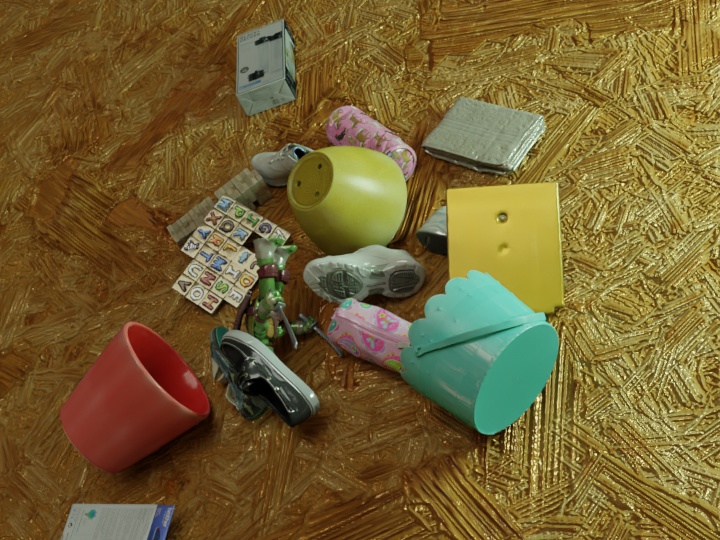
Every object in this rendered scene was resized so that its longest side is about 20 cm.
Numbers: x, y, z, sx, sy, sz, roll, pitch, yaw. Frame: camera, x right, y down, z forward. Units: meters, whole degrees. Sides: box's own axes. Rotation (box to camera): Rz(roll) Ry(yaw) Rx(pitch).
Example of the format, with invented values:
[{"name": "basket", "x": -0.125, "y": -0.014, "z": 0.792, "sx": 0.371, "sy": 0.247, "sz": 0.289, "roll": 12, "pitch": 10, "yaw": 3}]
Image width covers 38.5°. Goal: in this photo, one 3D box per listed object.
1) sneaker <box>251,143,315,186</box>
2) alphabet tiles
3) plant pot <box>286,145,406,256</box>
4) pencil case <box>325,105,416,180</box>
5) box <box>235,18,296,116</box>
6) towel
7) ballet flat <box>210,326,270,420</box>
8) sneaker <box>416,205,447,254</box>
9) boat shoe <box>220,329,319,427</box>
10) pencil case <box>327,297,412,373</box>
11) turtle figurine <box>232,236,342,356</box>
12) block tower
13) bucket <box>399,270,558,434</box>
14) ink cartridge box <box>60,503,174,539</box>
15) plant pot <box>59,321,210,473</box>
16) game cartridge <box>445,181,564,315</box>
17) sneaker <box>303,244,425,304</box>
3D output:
[{"name": "sneaker", "x": -0.126, "y": -0.204, "z": 1.920, "sx": 0.198, "sy": 0.087, "sz": 0.075, "roll": 8, "pitch": 59, "yaw": 33}, {"name": "alphabet tiles", "x": -0.244, "y": -0.025, "z": 1.851, "sx": 0.166, "sy": 0.008, "sz": 0.201, "roll": 30, "pitch": 75, "yaw": 23}, {"name": "plant pot", "x": -0.042, "y": -0.129, "z": 1.731, "sx": 0.198, "sy": 0.141, "sz": 0.203, "roll": -13, "pitch": 67, "yaw": 33}, {"name": "pencil case", "x": 0.016, "y": -0.228, "z": 1.872, "sx": 0.200, "sy": 0.086, "sz": 0.084, "roll": 44, "pitch": 118, "yaw": 43}, {"name": "box", "x": -0.198, "y": -0.426, "z": 2.154, "sx": 0.115, "sy": 0.060, "sz": 0.202, "roll": -16, "pitch": 48, "yaw": 15}, {"name": "towel", "x": 0.217, "y": -0.237, "z": 1.809, "sx": 0.199, "sy": 0.035, "sz": 0.133, "roll": 23, "pitch": 65, "yaw": 39}, {"name": "ballet flat", "x": -0.208, "y": 0.170, "z": 1.678, "sx": 0.074, "sy": 0.075, "sz": 0.200, "roll": -36, "pitch": 43, "yaw": -5}, {"name": "sneaker", "x": 0.186, "y": -0.065, "z": 1.660, "sx": 0.198, "sy": 0.071, "sz": 0.081, "roll": 15, "pitch": 59, "yaw": 35}, {"name": "boat shoe", "x": -0.154, "y": 0.169, "z": 1.578, "sx": 0.199, "sy": 0.070, "sz": 0.066, "roll": 39, "pitch": 52, "yaw": 20}, {"name": "pencil case", "x": 0.044, "y": 0.108, "z": 1.580, "sx": 0.199, "sy": 0.088, "sz": 0.088, "roll": 21, "pitch": 65, "yaw": 37}, {"name": "turtle figurine", "x": -0.111, "y": 0.049, "z": 1.651, "sx": 0.199, "sy": 0.143, "sz": 0.197, "roll": -15, "pitch": 73, "yaw": 48}, {"name": "block tower", "x": -0.264, "y": -0.110, "z": 1.936, "sx": 0.199, "sy": 0.058, "sz": 0.054, "roll": -36, "pitch": 46, "yaw": -6}, {"name": "bucket", "x": 0.171, "y": 0.117, "z": 1.437, "sx": 0.207, "sy": 0.208, "sz": 0.134, "roll": -46, "pitch": 53, "yaw": -13}, {"name": "ink cartridge box", "x": -0.373, "y": 0.419, "z": 1.574, "sx": 0.198, "sy": 0.042, "sz": 0.120, "roll": -7, "pitch": 51, "yaw": 25}, {"name": "plant pot", "x": -0.368, "y": 0.214, "z": 1.646, "sx": 0.177, "sy": 0.200, "sz": 0.201, "roll": -42, "pitch": 46, "yaw": 5}, {"name": "game cartridge", "x": 0.219, "y": -0.030, "z": 1.571, "sx": 0.174, "sy": 0.032, "sz": 0.203, "roll": -2, "pitch": 81, "yaw": 11}, {"name": "sneaker", "x": 0.000, "y": 0.000, "z": 1.677, "sx": 0.197, "sy": 0.079, "sz": 0.100, "roll": 1, "pitch": 28, "yaw": -15}]
